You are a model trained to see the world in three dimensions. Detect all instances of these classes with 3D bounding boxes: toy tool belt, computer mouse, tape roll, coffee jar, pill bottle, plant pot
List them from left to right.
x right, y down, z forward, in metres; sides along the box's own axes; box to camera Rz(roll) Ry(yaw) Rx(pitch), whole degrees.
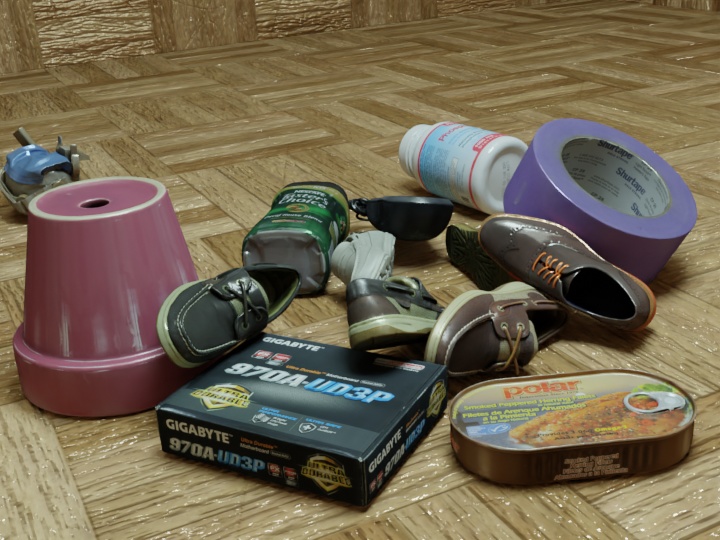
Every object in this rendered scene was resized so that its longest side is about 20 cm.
[{"bbox_3d":[-0.457,-0.140,1.384,0.124,0.124,0.199,-23,29,-39],"label":"toy tool belt"},{"bbox_3d":[-0.238,0.014,0.903,0.198,0.180,0.200,-2,22,1],"label":"plant pot"},{"bbox_3d":[-0.072,-0.046,1.147,0.103,0.086,0.200,0,22,8],"label":"coffee jar"},{"bbox_3d":[0.061,-0.063,1.179,0.137,0.053,0.200,4,2,-9],"label":"computer mouse"},{"bbox_3d":[0.145,-0.153,1.344,0.108,0.110,0.200,-17,26,-30],"label":"pill bottle"},{"bbox_3d":[0.267,-0.076,1.057,0.199,0.085,0.201,13,42,-12],"label":"tape roll"}]

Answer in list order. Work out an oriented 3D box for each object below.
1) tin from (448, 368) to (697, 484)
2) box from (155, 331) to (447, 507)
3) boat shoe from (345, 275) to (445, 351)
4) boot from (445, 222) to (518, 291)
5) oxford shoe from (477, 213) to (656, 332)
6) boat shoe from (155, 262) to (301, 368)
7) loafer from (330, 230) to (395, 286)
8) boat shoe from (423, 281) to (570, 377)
[{"bbox_3d":[0.170,0.124,0.760,0.198,0.042,0.112,-5,26,-3],"label":"tin"},{"bbox_3d":[-0.046,0.117,0.795,0.199,0.046,0.159,8,25,28],"label":"box"},{"bbox_3d":[0.041,0.036,0.874,0.073,0.065,0.200,-14,-7,18],"label":"boat shoe"},{"bbox_3d":[0.220,-0.034,1.103,0.198,0.067,0.175,-8,24,-15],"label":"boot"},{"bbox_3d":[0.201,-0.005,0.945,0.199,0.072,0.072,28,10,23],"label":"oxford shoe"},{"bbox_3d":[-0.115,0.030,0.872,0.066,0.072,0.201,-24,4,24],"label":"boat shoe"},{"bbox_3d":[0.000,0.000,1.048,0.069,0.071,0.200,4,13,4],"label":"loafer"},{"bbox_3d":[0.134,0.059,0.879,0.072,0.073,0.199,21,21,33],"label":"boat shoe"}]
